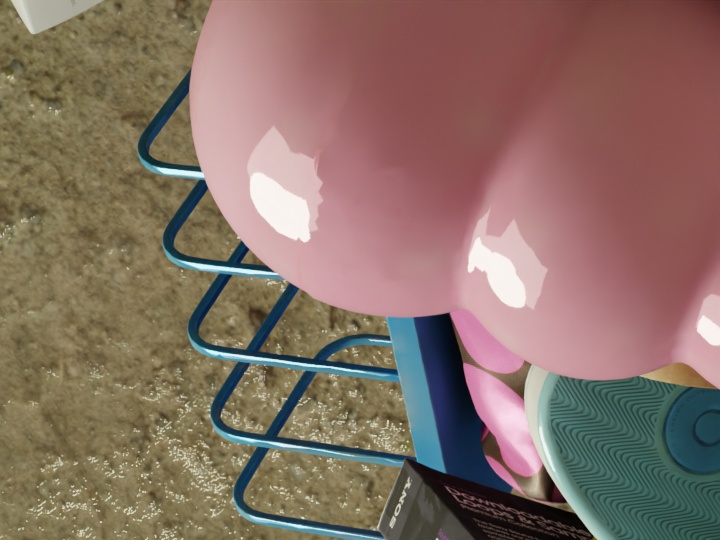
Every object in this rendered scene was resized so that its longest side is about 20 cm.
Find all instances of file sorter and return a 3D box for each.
[{"bbox_3d":[0.000,0.000,1.073,0.122,0.139,0.201,6,130,23],"label":"file sorter"}]

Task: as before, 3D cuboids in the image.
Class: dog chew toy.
[{"bbox_3d":[0.057,-0.030,0.671,0.199,0.125,0.125,24,171,13],"label":"dog chew toy"}]

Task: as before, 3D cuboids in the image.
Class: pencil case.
[{"bbox_3d":[0.067,-0.001,0.964,0.094,0.090,0.201,46,160,47],"label":"pencil case"}]

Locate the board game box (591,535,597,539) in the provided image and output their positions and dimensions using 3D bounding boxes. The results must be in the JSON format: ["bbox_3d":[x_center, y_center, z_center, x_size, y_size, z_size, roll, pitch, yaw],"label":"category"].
[{"bbox_3d":[0.169,0.130,0.926,0.199,0.030,0.095,8,-159,-49],"label":"board game box"}]

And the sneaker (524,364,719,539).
[{"bbox_3d":[0.122,0.059,0.888,0.199,0.080,0.131,31,-169,-25],"label":"sneaker"}]

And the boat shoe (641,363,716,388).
[{"bbox_3d":[0.106,-0.018,0.813,0.200,0.070,0.071,-95,6,-80],"label":"boat shoe"}]

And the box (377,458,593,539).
[{"bbox_3d":[0.101,0.136,0.911,0.142,0.036,0.200,20,-168,-24],"label":"box"}]

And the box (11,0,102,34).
[{"bbox_3d":[-0.153,-0.203,0.898,0.201,0.041,0.156,61,171,22],"label":"box"}]
